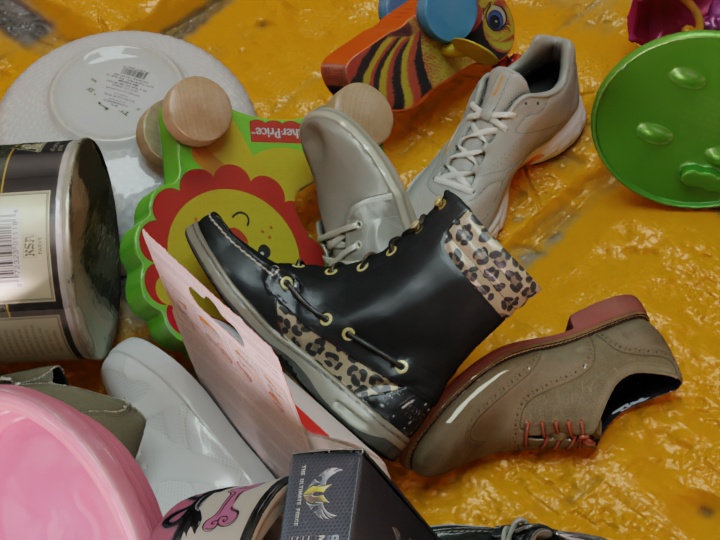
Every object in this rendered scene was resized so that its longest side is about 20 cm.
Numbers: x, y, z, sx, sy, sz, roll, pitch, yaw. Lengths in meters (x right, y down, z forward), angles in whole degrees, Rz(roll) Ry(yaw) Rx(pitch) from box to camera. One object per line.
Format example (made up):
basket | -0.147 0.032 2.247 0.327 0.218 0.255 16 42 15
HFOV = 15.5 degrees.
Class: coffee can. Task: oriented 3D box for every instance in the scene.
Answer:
coffee can | -0.269 -0.008 1.736 0.198 0.147 0.147 -3 50 7

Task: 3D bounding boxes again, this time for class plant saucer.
plant saucer | -0.183 0.161 1.584 0.200 0.202 0.051 36 37 28

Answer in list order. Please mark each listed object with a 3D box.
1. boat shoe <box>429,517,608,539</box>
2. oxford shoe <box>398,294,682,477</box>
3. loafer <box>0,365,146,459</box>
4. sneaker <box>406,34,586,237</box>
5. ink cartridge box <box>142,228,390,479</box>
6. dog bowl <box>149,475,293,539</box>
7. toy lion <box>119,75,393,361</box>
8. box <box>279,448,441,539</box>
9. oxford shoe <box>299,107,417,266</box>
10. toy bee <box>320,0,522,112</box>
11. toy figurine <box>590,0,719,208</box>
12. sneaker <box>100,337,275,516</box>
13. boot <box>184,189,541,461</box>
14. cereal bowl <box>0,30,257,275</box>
boat shoe | 0.106 0.181 1.618 0.198 0.071 0.072 6 52 12
oxford shoe | 0.118 0.087 1.701 0.199 0.071 0.075 -29 61 -17
loafer | -0.209 0.100 1.682 0.199 0.076 0.070 14 47 39
sneaker | 0.085 -0.091 1.832 0.075 0.092 0.200 25 56 23
ink cartridge box | -0.051 0.072 1.616 0.050 0.201 0.161 -32 43 -18
dog bowl | -0.072 0.216 1.527 0.073 0.201 0.201 3 49 21
toy lion | -0.068 -0.028 1.778 0.199 0.069 0.193 -1 76 -29
box | -0.002 0.224 1.509 0.051 0.158 0.201 -6 59 22
oxford shoe | 0.003 -0.011 1.735 0.057 0.075 0.201 -20 87 -33
toy bee | 0.071 -0.168 1.889 0.200 0.109 0.131 -37 24 -2
toy figurine | 0.259 -0.151 1.866 0.199 0.151 0.185 18 40 -11
sneaker | -0.135 0.132 1.673 0.115 0.074 0.200 -30 54 -21
boot | 0.001 0.001 1.676 0.154 0.073 0.204 -45 71 2
cereal bowl | -0.168 -0.097 1.858 0.198 0.084 0.201 -2 51 2
